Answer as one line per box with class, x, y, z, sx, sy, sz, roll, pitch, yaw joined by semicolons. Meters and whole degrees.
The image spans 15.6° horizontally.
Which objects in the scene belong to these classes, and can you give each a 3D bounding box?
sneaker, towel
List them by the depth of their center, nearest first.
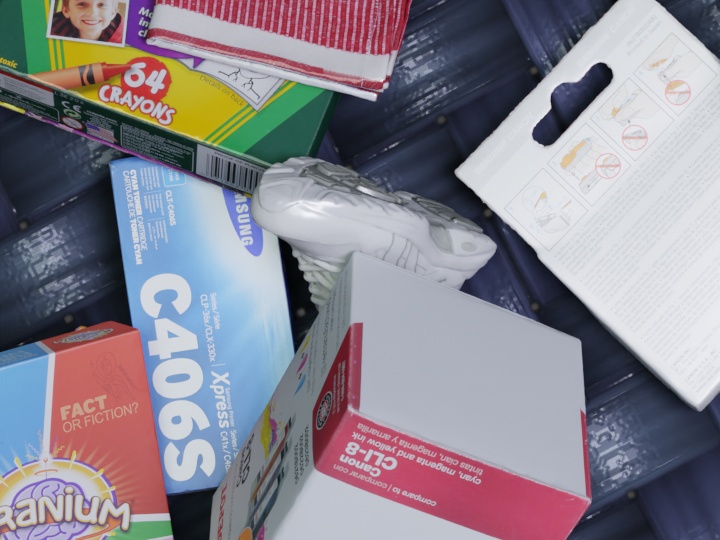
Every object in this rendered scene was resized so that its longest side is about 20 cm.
sneaker;0.000;0.000;1.483;0.078;0.200;0.100;32;98;37
towel;-0.032;-0.202;1.517;0.144;0.023;0.201;14;66;0

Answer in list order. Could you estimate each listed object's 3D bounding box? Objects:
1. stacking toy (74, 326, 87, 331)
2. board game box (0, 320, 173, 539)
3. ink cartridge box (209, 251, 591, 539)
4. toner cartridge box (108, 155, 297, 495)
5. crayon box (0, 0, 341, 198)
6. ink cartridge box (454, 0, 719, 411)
stacking toy;-0.218;0.096;1.535;0.200;0.110;0.116;-32;85;-11
board game box;-0.183;0.144;1.489;0.153;0.040;0.201;-16;104;-31
ink cartridge box;0.017;0.125;1.435;0.144;0.145;0.200;20;123;-14
toner cartridge box;-0.087;0.028;1.551;0.095;0.043;0.201;-9;86;0
crayon box;-0.100;-0.150;1.530;0.199;0.058;0.173;20;69;3
ink cartridge box;0.180;-0.042;1.547;0.200;0.050;0.161;44;89;9
